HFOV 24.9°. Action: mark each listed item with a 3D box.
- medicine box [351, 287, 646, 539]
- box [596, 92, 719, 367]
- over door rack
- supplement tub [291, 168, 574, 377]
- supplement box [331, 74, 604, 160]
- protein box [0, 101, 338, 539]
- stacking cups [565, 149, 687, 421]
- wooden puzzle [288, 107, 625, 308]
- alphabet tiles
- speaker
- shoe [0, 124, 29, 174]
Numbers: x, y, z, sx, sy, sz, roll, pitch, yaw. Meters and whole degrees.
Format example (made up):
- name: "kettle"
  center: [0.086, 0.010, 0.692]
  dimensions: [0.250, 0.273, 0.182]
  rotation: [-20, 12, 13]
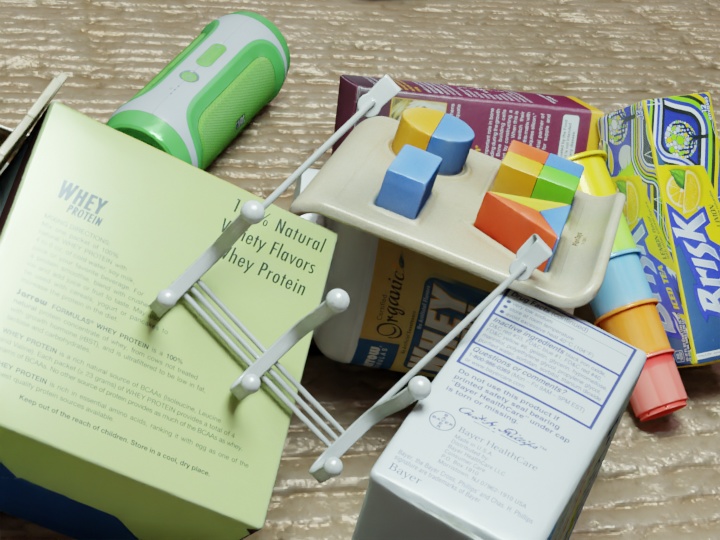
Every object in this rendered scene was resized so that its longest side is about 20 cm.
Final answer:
- name: "medicine box"
  center: [0.073, 0.144, 0.987]
  dimensions: [0.103, 0.182, 0.200]
  rotation: [27, 42, 14]
- name: "box"
  center: [0.239, -0.028, 1.235]
  dimensions: [0.064, 0.070, 0.201]
  rotation: [-10, 87, -25]
- name: "over door rack"
  center: [0.000, 0.000, 0.931]
  dimensions: [0.200, 0.067, 0.148]
  rotation: [-45, 96, -13]
- name: "supplement tub"
  center: [0.045, 0.003, 1.170]
  dimensions: [0.199, 0.145, 0.145]
  rotation: [9, 40, -5]
- name: "supplement box"
  center: [0.080, -0.088, 1.293]
  dimensions: [0.199, 0.111, 0.086]
  rotation: [5, 13, -11]
- name: "protein box"
  center: [-0.147, 0.046, 0.984]
  dimensions: [0.198, 0.135, 0.200]
  rotation: [25, 59, -19]
- name: "stacking cups"
  center: [0.191, 0.011, 1.210]
  dimensions: [0.060, 0.061, 0.200]
  rotation: [-11, 72, -27]
- name: "wooden puzzle"
  center: [0.072, -0.054, 1.071]
  dimensions: [0.199, 0.046, 0.185]
  rotation: [17, 26, 8]
- name: "alphabet tiles"
  center: [-0.240, -0.034, 0.977]
  dimensions: [0.006, 0.200, 0.167]
  rotation: [37, 50, -11]
- name: "speaker"
  center: [-0.131, -0.134, 1.319]
  dimensions: [0.088, 0.089, 0.200]
  rotation: [24, 41, 11]
- name: "shoe"
  center: [-0.228, -0.062, 1.233]
  dimensions: [0.200, 0.053, 0.070]
  rotation: [23, 41, 10]
